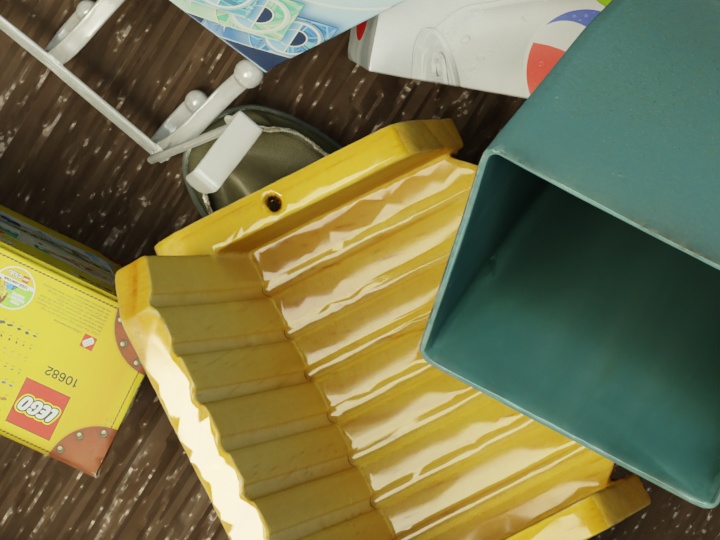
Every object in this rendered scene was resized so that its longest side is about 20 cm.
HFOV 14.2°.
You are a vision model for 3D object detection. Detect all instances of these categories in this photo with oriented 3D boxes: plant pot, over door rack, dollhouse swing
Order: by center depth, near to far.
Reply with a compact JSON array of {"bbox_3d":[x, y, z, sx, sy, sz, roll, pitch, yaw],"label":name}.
[{"bbox_3d":[0.140,-0.039,1.209,0.141,0.141,0.200,27,52,8],"label":"plant pot"},{"bbox_3d":[0.014,0.043,1.224,0.181,0.176,0.200,-27,83,-2],"label":"dollhouse swing"},{"bbox_3d":[-0.111,-0.107,1.249,0.148,0.200,0.067,39,88,-12],"label":"over door rack"}]

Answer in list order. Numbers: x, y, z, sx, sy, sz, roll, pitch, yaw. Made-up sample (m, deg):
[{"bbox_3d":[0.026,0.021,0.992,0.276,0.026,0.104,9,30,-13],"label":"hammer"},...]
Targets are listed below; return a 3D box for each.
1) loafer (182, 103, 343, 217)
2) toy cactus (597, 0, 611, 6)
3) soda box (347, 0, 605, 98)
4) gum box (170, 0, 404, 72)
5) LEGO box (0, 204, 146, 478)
[{"bbox_3d":[0.000,0.000,1.348,0.200,0.070,0.075,42,90,-12],"label":"loafer"},{"bbox_3d":[0.052,-0.188,1.287,0.165,0.102,0.200,-23,76,-17],"label":"toy cactus"},{"bbox_3d":[0.099,-0.110,1.350,0.199,0.068,0.064,9,97,-11],"label":"soda box"},{"bbox_3d":[-0.023,-0.175,1.180,0.170,0.200,0.045,35,47,-36],"label":"gum box"},{"bbox_3d":[-0.194,0.003,1.278,0.200,0.149,0.077,26,94,-11],"label":"LEGO box"}]
